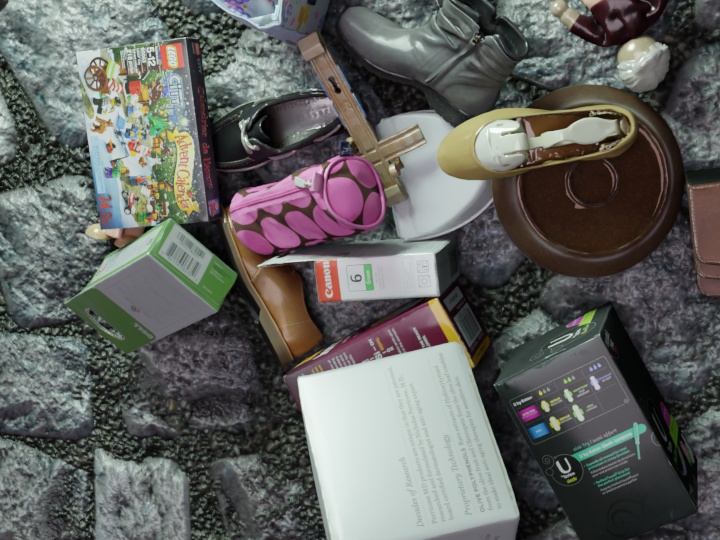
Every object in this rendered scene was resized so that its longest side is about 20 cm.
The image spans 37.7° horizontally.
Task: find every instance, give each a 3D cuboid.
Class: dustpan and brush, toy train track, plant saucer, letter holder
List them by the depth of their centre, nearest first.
[{"bbox_3d":[0.427,-0.034,1.028,0.199,0.101,0.143,-6,100,17],"label":"letter holder"},{"bbox_3d":[0.235,-0.091,1.080,0.200,0.034,0.201,0,94,3],"label":"plant saucer"},{"bbox_3d":[-0.008,-0.152,1.092,0.114,0.033,0.200,-23,109,22],"label":"toy train track"},{"bbox_3d":[0.128,-0.118,1.129,0.200,0.057,0.140,-13,87,25],"label":"dustpan and brush"}]

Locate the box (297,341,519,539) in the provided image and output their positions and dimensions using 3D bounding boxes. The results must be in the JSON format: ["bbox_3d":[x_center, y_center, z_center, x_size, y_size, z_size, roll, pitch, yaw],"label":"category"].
[{"bbox_3d":[0.044,0.217,1.044,0.171,0.199,0.200,-13,53,-6],"label":"box"}]

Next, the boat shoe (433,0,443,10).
[{"bbox_3d":[0.059,-0.354,1.088,0.060,0.074,0.200,-16,99,24],"label":"boat shoe"}]

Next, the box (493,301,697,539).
[{"bbox_3d":[0.247,0.158,1.089,0.124,0.149,0.200,-29,91,20],"label":"box"}]

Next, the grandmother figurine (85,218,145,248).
[{"bbox_3d":[-0.262,-0.126,1.234,0.121,0.061,0.201,16,107,4],"label":"grandmother figurine"}]

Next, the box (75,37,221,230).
[{"bbox_3d":[-0.235,-0.150,1.173,0.136,0.038,0.201,-4,99,18],"label":"box"}]

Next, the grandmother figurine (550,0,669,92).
[{"bbox_3d":[0.254,-0.274,1.049,0.121,0.061,0.200,-22,97,29],"label":"grandmother figurine"}]

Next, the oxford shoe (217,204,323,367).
[{"bbox_3d":[-0.107,0.007,1.220,0.071,0.071,0.200,-27,90,-11],"label":"oxford shoe"}]

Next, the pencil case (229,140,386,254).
[{"bbox_3d":[-0.064,-0.069,1.121,0.200,0.093,0.091,-15,78,52],"label":"pencil case"}]

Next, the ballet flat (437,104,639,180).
[{"bbox_3d":[0.173,-0.131,1.031,0.199,0.063,0.069,-11,93,3],"label":"ballet flat"}]

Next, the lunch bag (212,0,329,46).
[{"bbox_3d":[-0.100,-0.334,1.088,0.127,0.170,0.200,-21,91,16],"label":"lunch bag"}]

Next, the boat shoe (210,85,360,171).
[{"bbox_3d":[-0.097,-0.156,1.169,0.199,0.060,0.074,-11,97,18],"label":"boat shoe"}]

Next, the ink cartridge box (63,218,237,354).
[{"bbox_3d":[-0.245,0.022,1.220,0.104,0.059,0.200,42,139,-22],"label":"ink cartridge box"}]

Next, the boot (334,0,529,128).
[{"bbox_3d":[0.074,-0.244,1.073,0.200,0.070,0.132,33,144,7],"label":"boot"}]

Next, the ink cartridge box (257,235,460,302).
[{"bbox_3d":[0.000,0.000,1.153,0.199,0.109,0.051,-4,100,18],"label":"ink cartridge box"}]

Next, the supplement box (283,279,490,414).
[{"bbox_3d":[0.031,0.098,1.162,0.200,0.110,0.086,-28,91,19],"label":"supplement box"}]
